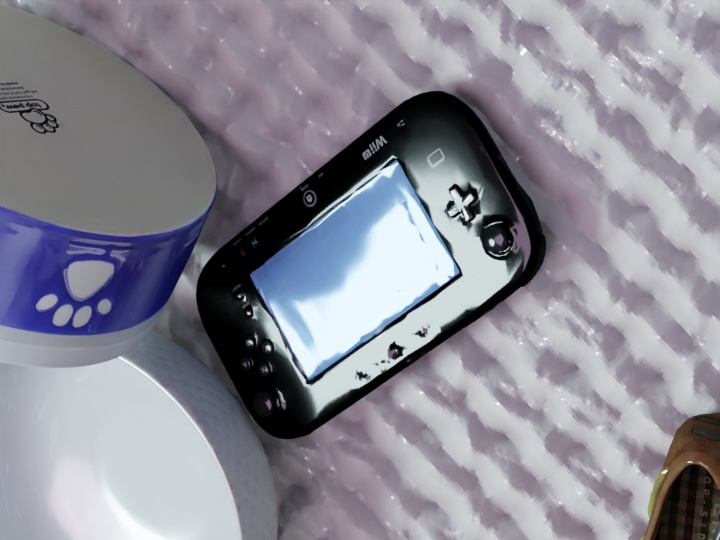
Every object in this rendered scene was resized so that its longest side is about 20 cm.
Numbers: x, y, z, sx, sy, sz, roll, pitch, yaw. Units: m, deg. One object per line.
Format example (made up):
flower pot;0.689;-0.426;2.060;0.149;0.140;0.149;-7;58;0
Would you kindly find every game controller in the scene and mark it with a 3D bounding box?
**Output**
game controller;0.000;0.000;0.937;0.200;0.042;0.105;-37;86;33

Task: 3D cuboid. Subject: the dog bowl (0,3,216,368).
dog bowl;-0.173;-0.048;0.927;0.200;0.200;0.079;38;119;14

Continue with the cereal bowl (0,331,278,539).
cereal bowl;-0.125;0.116;1.022;0.198;0.083;0.202;10;111;27

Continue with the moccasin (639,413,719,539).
moccasin;0.155;0.169;0.880;0.073;0.078;0.203;18;114;24

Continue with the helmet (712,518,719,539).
helmet;0.229;0.136;0.760;0.200;0.199;0.192;-35;79;33
